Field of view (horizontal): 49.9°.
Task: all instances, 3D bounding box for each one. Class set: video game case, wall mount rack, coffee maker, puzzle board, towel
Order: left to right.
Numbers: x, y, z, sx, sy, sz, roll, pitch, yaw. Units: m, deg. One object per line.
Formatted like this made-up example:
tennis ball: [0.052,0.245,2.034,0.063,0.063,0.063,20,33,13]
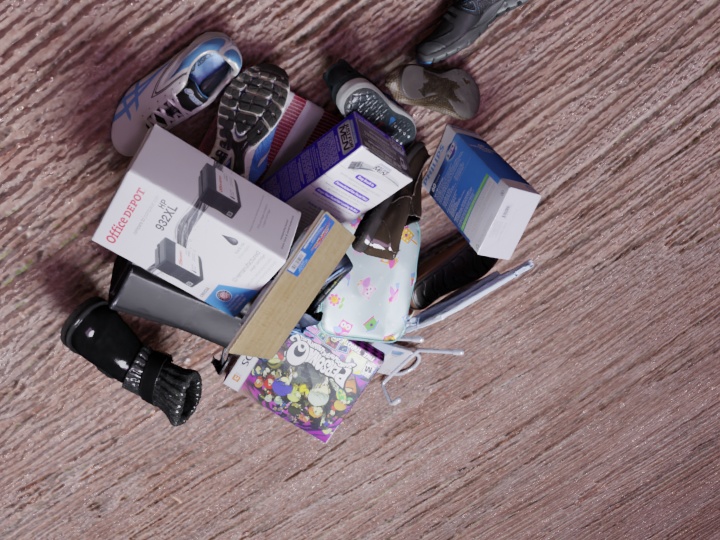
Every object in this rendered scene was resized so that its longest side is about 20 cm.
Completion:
coffee maker: [-0.236,0.034,1.052,0.198,0.135,0.195,22,94,-24]
towel: [-0.110,-0.171,1.054,0.198,0.023,0.145,22,111,-34]
puzzle board: [-0.085,0.021,0.970,0.201,0.017,0.151,-56,164,0]
video game case: [-0.090,0.154,1.224,0.198,0.036,0.182,32,111,-9]
wall mount rack: [0.066,0.151,1.291,0.174,0.075,0.199,-44,142,22]

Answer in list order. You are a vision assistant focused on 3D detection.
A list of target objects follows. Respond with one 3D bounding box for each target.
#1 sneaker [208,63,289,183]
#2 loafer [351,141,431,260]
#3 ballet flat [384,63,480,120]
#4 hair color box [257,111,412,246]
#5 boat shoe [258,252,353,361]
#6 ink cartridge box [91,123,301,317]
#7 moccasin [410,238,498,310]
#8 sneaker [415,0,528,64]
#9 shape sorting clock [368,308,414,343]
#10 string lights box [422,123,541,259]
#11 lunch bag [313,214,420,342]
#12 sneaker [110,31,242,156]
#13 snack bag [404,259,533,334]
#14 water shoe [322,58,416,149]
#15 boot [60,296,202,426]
sneaker: [-0.148,-0.166,0.983,0.078,0.089,0.202,27,94,-1]
loafer: [0.054,-0.093,1.092,0.071,0.073,0.202,34,64,-13]
ballet flat: [0.100,-0.244,1.058,0.198,0.046,0.069,-6,96,-49]
hair color box: [-0.042,-0.111,1.029,0.199,0.066,0.109,-31,145,29]
boat shoe: [-0.084,0.052,1.073,0.201,0.068,0.084,-57,165,20]
ink cartridge box: [-0.193,-0.052,0.910,0.198,0.085,0.145,30,137,-18]
moccasin: [0.143,-0.003,1.249,0.200,0.077,0.074,-36,115,-18]
sneaker: [0.146,-0.352,1.025,0.199,0.073,0.082,-37,102,7]
shape sorting clock: [0.008,0.060,1.253,0.197,0.039,0.203,-12,127,-16]
string lights box: [0.164,-0.115,1.097,0.058,0.201,0.104,9,120,-27]
lunch bag: [0.000,0.000,1.151,0.158,0.077,0.204,7,96,-19]
sneaker: [-0.228,-0.210,0.943,0.199,0.073,0.072,-40,131,8]
snack bag: [0.153,0.044,1.209,0.187,0.200,0.022,-28,88,-21]
water shoe: [0.017,-0.220,1.047,0.071,0.079,0.200,-36,155,8]
boot: [-0.301,0.126,1.052,0.080,0.156,0.212,-54,162,-17]
